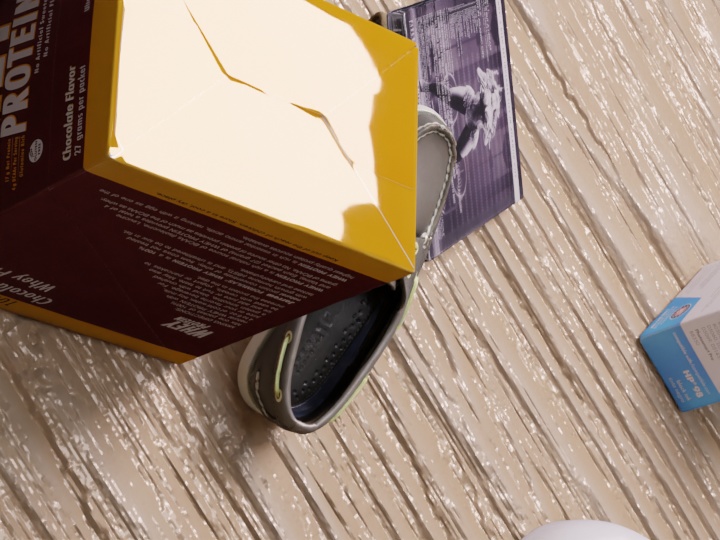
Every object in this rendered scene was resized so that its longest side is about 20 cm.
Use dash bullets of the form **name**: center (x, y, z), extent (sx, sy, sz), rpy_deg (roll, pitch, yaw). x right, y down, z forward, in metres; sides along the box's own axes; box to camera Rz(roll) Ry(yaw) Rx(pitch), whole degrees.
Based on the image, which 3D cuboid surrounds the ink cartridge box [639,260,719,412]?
- **ink cartridge box**: center (0.305, 0.021, 1.544), extent (0.116, 0.199, 0.067), rpy_deg (-40, 103, -45)

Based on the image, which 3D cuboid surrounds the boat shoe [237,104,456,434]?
- **boat shoe**: center (0.002, 0.001, 1.285), extent (0.072, 0.060, 0.203), rpy_deg (30, 90, -28)

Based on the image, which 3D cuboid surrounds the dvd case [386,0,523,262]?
- **dvd case**: center (0.061, -0.099, 1.410), extent (0.200, 0.016, 0.150), rpy_deg (-32, 117, -66)

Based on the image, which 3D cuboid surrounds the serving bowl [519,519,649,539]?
- **serving bowl**: center (0.167, 0.251, 1.413), extent (0.199, 0.066, 0.201), rpy_deg (18, 63, -38)

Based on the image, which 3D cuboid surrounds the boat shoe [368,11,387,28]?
- **boat shoe**: center (-0.003, -0.085, 1.388), extent (0.063, 0.073, 0.200), rpy_deg (43, 38, -14)

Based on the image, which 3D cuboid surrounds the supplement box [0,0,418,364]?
- **supplement box**: center (-0.108, -0.059, 1.174), extent (0.196, 0.199, 0.134), rpy_deg (20, 61, -37)
